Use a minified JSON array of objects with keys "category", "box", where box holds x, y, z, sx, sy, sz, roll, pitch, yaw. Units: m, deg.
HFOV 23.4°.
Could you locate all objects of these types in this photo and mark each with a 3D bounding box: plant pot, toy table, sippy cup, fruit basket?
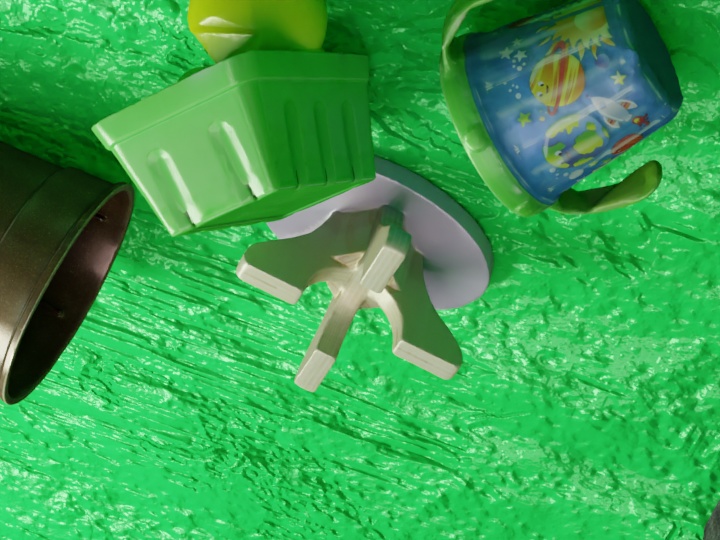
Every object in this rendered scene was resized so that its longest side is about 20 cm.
[{"category":"plant pot","box":[-0.315,-0.028,1.391,0.198,0.200,0.200,29,135,4]},{"category":"toy table","box":[0.000,0.000,1.346,0.200,0.117,0.184,18,135,1]},{"category":"sippy cup","box":[0.142,-0.123,1.181,0.130,0.140,0.178,-26,159,24]},{"category":"fruit basket","box":[-0.083,-0.140,1.214,0.155,0.216,0.216,-22,122,26]}]

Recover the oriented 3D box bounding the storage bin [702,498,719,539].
[{"category":"storage bin","box":[0.354,0.245,1.425,0.135,0.094,0.200,13,154,7]}]
